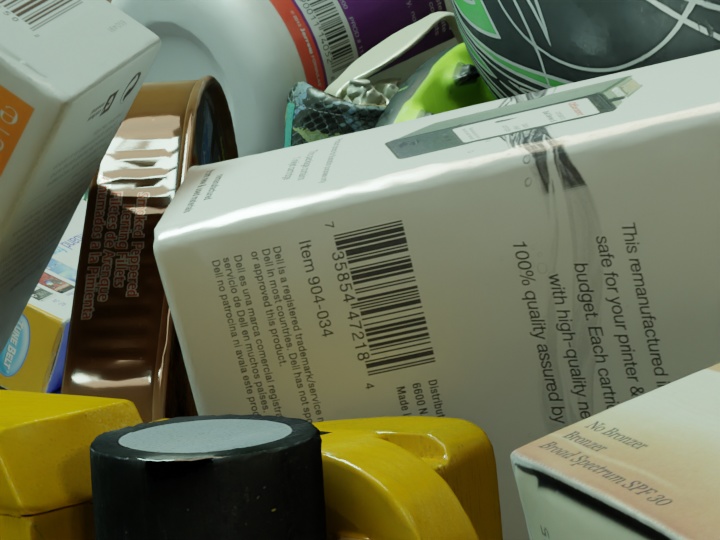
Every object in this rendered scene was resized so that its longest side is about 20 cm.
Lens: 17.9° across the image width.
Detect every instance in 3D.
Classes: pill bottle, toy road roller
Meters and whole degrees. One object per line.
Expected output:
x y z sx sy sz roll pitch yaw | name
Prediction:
-0.011 -0.109 1.006 0.112 0.113 0.200 2 22 43 | pill bottle
-0.047 0.093 0.625 0.199 0.124 0.146 1 7 41 | toy road roller

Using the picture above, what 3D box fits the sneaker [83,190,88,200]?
-0.094 -0.058 1.107 0.201 0.074 0.118 -55 13 10 | sneaker

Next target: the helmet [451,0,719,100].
0.126 -0.112 0.801 0.199 0.200 0.191 1 49 42 | helmet

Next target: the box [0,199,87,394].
-0.157 -0.009 0.891 0.199 0.042 0.119 22 20 14 | box

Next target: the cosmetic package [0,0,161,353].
-0.157 -0.014 0.735 0.101 0.200 0.071 34 28 5 | cosmetic package

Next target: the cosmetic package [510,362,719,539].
0.154 0.060 0.601 0.199 0.088 0.103 -21 16 -21 | cosmetic package

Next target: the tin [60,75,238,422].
-0.067 0.025 0.767 0.042 0.112 0.201 -4 52 9 | tin

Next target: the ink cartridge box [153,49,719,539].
0.054 0.025 0.701 0.199 0.146 0.084 -12 15 7 | ink cartridge box

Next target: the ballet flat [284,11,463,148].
0.057 -0.077 0.925 0.199 0.075 0.074 -22 18 -26 | ballet flat

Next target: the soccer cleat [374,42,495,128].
0.000 0.000 0.842 0.081 0.067 0.201 -6 52 51 | soccer cleat
